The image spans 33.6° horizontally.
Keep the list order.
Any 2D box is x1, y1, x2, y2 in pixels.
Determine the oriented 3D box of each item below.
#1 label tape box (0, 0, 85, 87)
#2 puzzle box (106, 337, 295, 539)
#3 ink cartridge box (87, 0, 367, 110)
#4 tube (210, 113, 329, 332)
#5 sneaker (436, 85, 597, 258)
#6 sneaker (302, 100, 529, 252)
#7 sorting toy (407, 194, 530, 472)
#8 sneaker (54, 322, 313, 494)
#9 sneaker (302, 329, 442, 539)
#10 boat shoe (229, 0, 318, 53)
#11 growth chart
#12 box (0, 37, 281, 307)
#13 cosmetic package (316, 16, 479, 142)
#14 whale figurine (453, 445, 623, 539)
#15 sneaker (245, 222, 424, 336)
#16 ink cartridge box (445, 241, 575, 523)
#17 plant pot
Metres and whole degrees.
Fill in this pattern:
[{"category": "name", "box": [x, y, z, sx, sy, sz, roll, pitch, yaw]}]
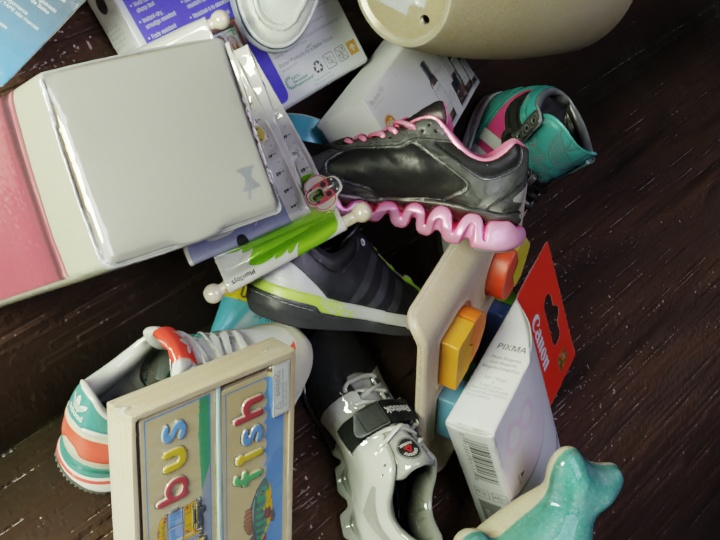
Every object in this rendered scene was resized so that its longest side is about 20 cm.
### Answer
[{"category": "label tape box", "box": [-0.211, -0.228, 0.715, 0.144, 0.200, 0.063, 39, 30, -27]}, {"category": "puzzle box", "box": [-0.100, 0.154, 0.776, 0.133, 0.025, 0.201, -21, 123, -40]}, {"category": "ink cartridge box", "box": [-0.107, -0.209, 0.904, 0.198, 0.043, 0.200, -37, 106, -39]}, {"category": "tube", "box": [-0.063, -0.018, 0.901, 0.077, 0.050, 0.201, 20, 74, -25]}, {"category": "sneaker", "box": [0.143, -0.082, 1.036, 0.084, 0.121, 0.201, 31, 62, -30]}, {"category": "sneaker", "box": [0.029, -0.079, 0.851, 0.199, 0.079, 0.096, 13, 105, 0]}, {"category": "sorting toy", "box": [0.093, 0.045, 0.954, 0.185, 0.036, 0.200, -55, 154, -34]}, {"category": "sneaker", "box": [-0.106, 0.071, 0.787, 0.199, 0.094, 0.070, -23, 57, -33]}, {"category": "sneaker", "box": [0.018, 0.125, 0.905, 0.074, 0.088, 0.201, -17, 89, -40]}, {"category": "boat shoe", "box": [-0.047, -0.258, 0.847, 0.074, 0.086, 0.203, 8, 95, -15]}, {"category": "growth chart", "box": [-0.104, -0.078, 0.810, 0.145, 0.018, 0.200, -34, 79, -1]}, {"category": "box", "box": [-0.166, -0.051, 0.713, 0.128, 0.200, 0.109, -22, 95, -42]}, {"category": "cosmetic package", "box": [0.037, -0.137, 0.968, 0.083, 0.051, 0.200, 52, 34, -17]}, {"category": "whale figurine", "box": [0.138, 0.236, 0.920, 0.159, 0.104, 0.200, 27, 101, -37]}, {"category": "sneaker", "box": [0.000, 0.000, 0.881, 0.200, 0.072, 0.083, 4, 100, -52]}, {"category": "ink cartridge box", "box": [0.147, 0.103, 0.996, 0.200, 0.057, 0.163, -52, 141, -28]}, {"category": "plant pot", "box": [0.092, -0.243, 0.938, 0.200, 0.187, 0.188, -27, 98, -43]}]
